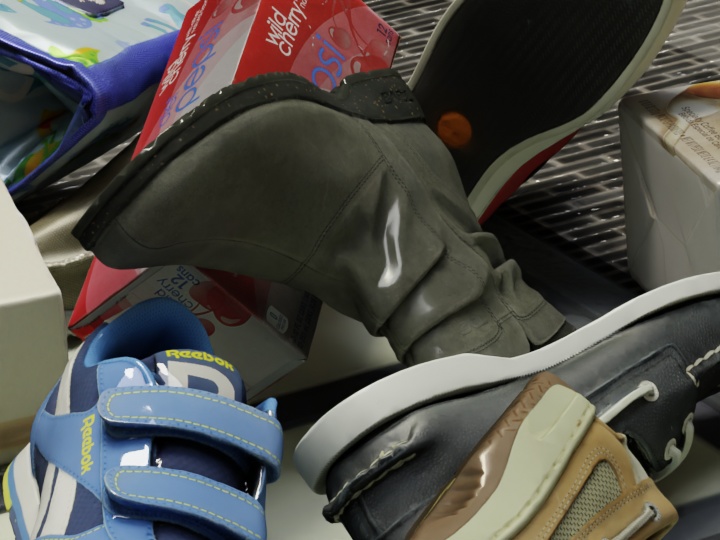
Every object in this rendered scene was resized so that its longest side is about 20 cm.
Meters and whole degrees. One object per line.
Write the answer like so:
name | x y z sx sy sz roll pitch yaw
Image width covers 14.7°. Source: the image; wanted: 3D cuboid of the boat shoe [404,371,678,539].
boat shoe | 0.033 0.110 0.776 0.076 0.072 0.200 39 51 3

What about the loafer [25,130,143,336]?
loafer | -0.091 -0.029 1.153 0.200 0.070 0.075 -22 26 -35

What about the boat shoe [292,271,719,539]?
boat shoe | 0.071 0.054 0.919 0.199 0.076 0.060 -19 67 -30

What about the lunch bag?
lunch bag | -0.167 -0.081 1.199 0.199 0.128 0.170 -3 15 21

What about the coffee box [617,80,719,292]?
coffee box | 0.211 -0.031 1.066 0.199 0.080 0.114 -10 23 -11

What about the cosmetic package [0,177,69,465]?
cosmetic package | -0.212 0.033 1.008 0.199 0.071 0.105 -12 33 -15

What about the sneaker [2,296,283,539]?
sneaker | -0.062 0.070 0.854 0.074 0.082 0.200 24 12 -24

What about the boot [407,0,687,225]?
boot | 0.076 -0.088 1.134 0.072 0.200 0.144 45 32 4

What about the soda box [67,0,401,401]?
soda box | -0.045 -0.038 1.061 0.063 0.070 0.200 -35 25 35

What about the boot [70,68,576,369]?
boot | 0.000 0.000 0.953 0.068 0.131 0.200 -43 -14 30
